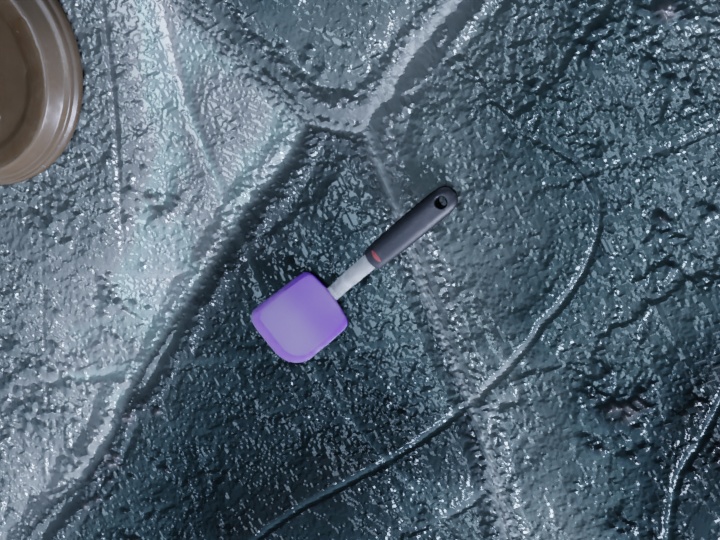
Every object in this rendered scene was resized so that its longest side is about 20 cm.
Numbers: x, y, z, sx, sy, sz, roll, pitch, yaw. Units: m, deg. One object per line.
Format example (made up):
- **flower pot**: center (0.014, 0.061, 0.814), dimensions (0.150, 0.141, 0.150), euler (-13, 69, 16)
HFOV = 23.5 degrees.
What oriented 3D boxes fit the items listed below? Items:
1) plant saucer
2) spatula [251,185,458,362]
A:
- **plant saucer**: center (-0.310, -0.161, 1.366), dimensions (0.199, 0.029, 0.201), euler (9, 113, 22)
- **spatula**: center (0.000, 0.000, 1.278), dimensions (0.200, 0.021, 0.057), euler (-39, 88, 31)
